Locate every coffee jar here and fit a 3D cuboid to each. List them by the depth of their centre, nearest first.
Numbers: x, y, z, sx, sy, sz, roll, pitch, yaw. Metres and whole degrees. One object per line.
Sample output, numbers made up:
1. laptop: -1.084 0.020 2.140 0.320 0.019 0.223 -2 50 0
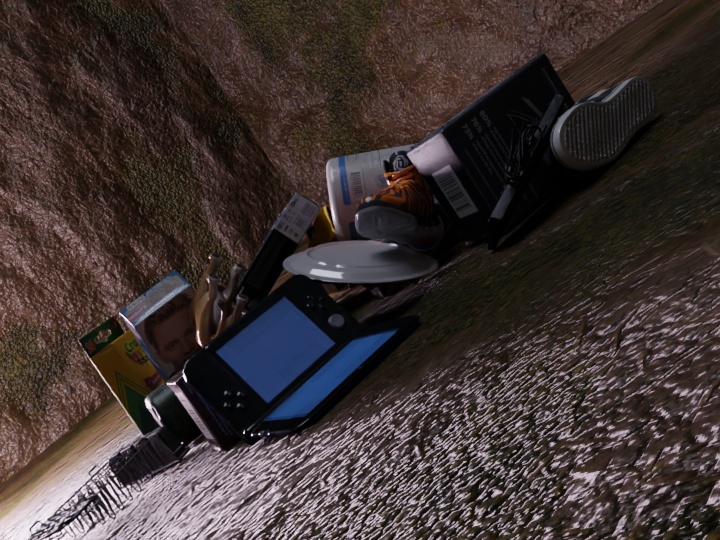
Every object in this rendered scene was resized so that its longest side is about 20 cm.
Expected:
1. coffee jar: -0.193 0.149 1.354 0.199 0.086 0.104 -38 6 -16

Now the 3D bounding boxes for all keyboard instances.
1. keyboard: 0.183 -0.128 1.143 0.202 0.039 0.105 -60 -14 -27

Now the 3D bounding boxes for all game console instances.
1. game console: -0.065 0.080 1.058 0.199 0.170 0.119 -39 -19 -34

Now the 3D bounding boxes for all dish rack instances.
1. dish rack: -0.322 0.281 1.243 0.153 0.055 0.200 -33 9 42

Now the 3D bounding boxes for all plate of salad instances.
1. plate of salad: 0.000 0.000 1.247 0.195 0.049 0.200 0 15 0

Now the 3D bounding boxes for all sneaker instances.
1. sneaker: 0.274 -0.164 1.178 0.199 0.080 0.079 -31 5 -38
2. sneaker: 0.042 -0.100 1.264 0.076 0.115 0.199 -10 -9 21

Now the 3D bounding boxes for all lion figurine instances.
1. lion figurine: -0.188 0.058 1.271 0.200 0.071 0.124 -92 23 -74

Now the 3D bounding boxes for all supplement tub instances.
1. supplement tub: 0.052 -0.119 1.501 0.196 0.135 0.132 -9 7 2

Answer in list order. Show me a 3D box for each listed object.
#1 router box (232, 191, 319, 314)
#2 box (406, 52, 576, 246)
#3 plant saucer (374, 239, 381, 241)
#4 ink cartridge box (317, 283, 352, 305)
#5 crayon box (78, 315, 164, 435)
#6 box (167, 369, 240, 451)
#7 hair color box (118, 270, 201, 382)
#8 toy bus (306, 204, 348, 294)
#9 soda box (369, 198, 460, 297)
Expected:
1. router box: -0.143 -0.019 1.595 0.202 0.051 0.149 -60 6 -10
2. box: 0.184 -0.152 1.255 0.199 0.149 0.104 -37 6 -24
3. plant saucer: -0.007 -0.022 1.503 0.196 0.035 0.200 -11 1 0
4. ink cartridge box: -0.116 0.078 1.552 0.199 0.068 0.117 -40 7 -35
5. crayon box: -0.324 0.157 1.482 0.050 0.202 0.127 -32 7 17
6. box: -0.122 0.111 1.179 0.199 0.101 0.075 -37 7 -20
7. hair color box: -0.248 0.112 1.408 0.099 0.202 0.060 -38 37 -17
8. toy bus: -0.051 -0.021 1.646 0.077 0.066 0.202 -10 -36 -21
9. soda box: 0.086 -0.046 1.386 0.199 0.064 0.071 -38 6 -11
